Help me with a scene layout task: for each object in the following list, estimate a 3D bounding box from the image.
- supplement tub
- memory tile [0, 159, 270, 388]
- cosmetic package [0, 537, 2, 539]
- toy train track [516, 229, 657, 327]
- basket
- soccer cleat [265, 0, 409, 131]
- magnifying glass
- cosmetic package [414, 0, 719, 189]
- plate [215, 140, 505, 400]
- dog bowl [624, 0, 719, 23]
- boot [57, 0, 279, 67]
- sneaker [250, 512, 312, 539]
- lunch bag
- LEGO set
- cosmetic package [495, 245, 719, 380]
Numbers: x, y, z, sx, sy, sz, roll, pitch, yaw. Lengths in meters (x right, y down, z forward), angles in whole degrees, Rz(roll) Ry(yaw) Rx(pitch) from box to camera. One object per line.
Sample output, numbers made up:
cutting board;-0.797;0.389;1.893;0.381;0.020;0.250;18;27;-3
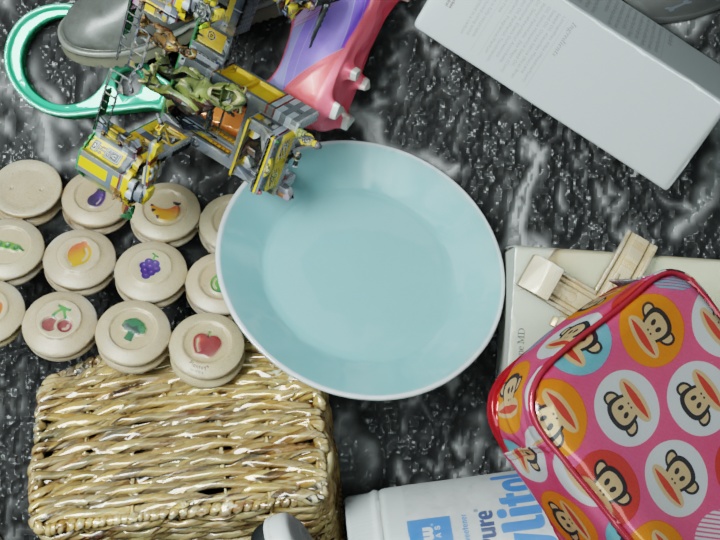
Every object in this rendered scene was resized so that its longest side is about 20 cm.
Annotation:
supplement tub;0.095;0.199;0.849;0.198;0.132;0.133;-8;88;-1
memory tile;-0.166;-0.002;0.872;0.198;0.017;0.154;9;56;2
cosmetic package;-0.285;0.203;0.813;0.071;0.200;0.105;-38;89;-1
toy train track;0.193;0.050;0.830;0.199;0.033;0.115;30;88;-1
basket;-0.114;0.137;0.885;0.198;0.149;0.144;-7;54;0
soccer cleat;-0.007;-0.193;0.896;0.076;0.067;0.201;24;87;14
magnifying glass;-0.156;-0.129;0.913;0.199;0.022;0.080;20;88;0
cosmetic package;0.144;-0.149;0.866;0.199;0.101;0.071;33;117;2
plate;0.000;0.000;0.875;0.198;0.026;0.202;6;58;-9
dog bowl;0.215;-0.278;0.899;0.198;0.059;0.202;0;89;0
boot;-0.131;-0.237;0.821;0.181;0.201;0.073;-22;55;-7
sneaker;-0.067;0.229;0.820;0.111;0.201;0.073;-21;54;-2
lunch bag;0.189;0.103;0.761;0.176;0.082;0.201;-34;91;-22
LEGO set;-0.079;-0.115;0.805;0.115;0.154;0.201;31;114;12
cosmetic package;0.196;0.040;0.883;0.198;0.073;0.104;3;89;-1
